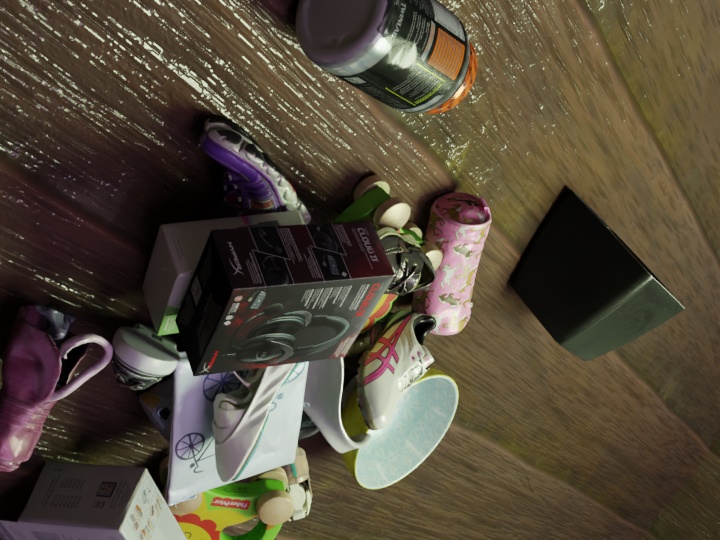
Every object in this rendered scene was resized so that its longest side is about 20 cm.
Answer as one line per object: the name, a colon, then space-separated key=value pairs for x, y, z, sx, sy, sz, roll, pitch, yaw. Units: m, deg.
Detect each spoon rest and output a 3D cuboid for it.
spoon rest: x=-0.048 y=0.155 z=1.383 sx=0.099 sy=0.061 sz=0.201 roll=-21 pitch=110 yaw=20

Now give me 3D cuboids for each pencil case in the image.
pencil case: x=-0.165 y=0.125 z=1.274 sx=0.200 sy=0.083 sz=0.091 roll=-38 pitch=157 yaw=-20
pencil case: x=0.124 y=-0.009 z=1.483 sx=0.086 sy=0.082 sz=0.201 roll=-38 pitch=146 yaw=-45

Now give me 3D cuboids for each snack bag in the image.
snack bag: x=-0.139 y=0.165 z=1.247 sx=0.188 sy=0.021 sz=0.201 roll=-13 pitch=123 yaw=-37

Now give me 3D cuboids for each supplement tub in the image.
supplement tub: x=0.034 y=-0.240 z=1.131 sx=0.199 sy=0.122 sz=0.123 roll=19 pitch=107 yaw=-54

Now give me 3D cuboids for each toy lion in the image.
toy lion: x=-0.206 y=0.333 z=1.383 sx=0.199 sy=0.069 sz=0.193 roll=11 pitch=118 yaw=-24
toy lion: x=0.000 y=0.000 z=1.377 sx=0.191 sy=0.069 sz=0.200 roll=-41 pitch=145 yaw=-1

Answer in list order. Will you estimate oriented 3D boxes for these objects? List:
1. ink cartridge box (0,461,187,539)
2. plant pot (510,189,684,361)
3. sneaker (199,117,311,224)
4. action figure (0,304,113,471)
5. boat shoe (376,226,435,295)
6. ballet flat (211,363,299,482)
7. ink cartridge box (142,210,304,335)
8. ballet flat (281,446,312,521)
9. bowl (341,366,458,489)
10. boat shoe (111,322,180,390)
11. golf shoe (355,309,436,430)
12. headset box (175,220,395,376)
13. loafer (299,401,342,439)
ink cartridge box: x=-0.302 y=0.313 z=1.241 sx=0.084 sy=0.174 sz=0.201 roll=-72 pitch=155 yaw=-43
plant pot: x=0.359 y=0.025 z=1.702 sx=0.177 sy=0.200 sz=0.199 roll=-43 pitch=148 yaw=12
sneaker: x=-0.119 y=-0.083 z=1.145 sx=0.083 sy=0.081 sz=0.200 roll=-39 pitch=144 yaw=-3
action figure: x=-0.325 y=0.135 z=1.057 sx=0.134 sy=0.148 sz=0.201 roll=32 pitch=81 yaw=-60
boat shoe: x=0.042 y=-0.006 z=1.247 sx=0.073 sy=0.065 sz=0.200 roll=-56 pitch=165 yaw=17
ballet flat: x=-0.124 y=0.134 z=1.188 sx=0.069 sy=0.069 sz=0.201 roll=29 pitch=90 yaw=-55
ink cartridge box: x=-0.123 y=-0.001 z=1.159 sx=0.199 sy=0.068 sz=0.117 roll=-7 pitch=148 yaw=-29
ballet flat: x=-0.098 y=0.310 z=1.505 sx=0.068 sy=0.068 sz=0.200 roll=-19 pitch=151 yaw=-9
bowl: x=0.034 y=0.203 z=1.552 sx=0.199 sy=0.108 sz=0.201 roll=-30 pitch=140 yaw=-28
boat shoe: x=-0.226 y=0.095 z=1.113 sx=0.057 sy=0.068 sz=0.200 roll=-61 pitch=-175 yaw=-2
golf shoe: x=0.048 y=0.125 z=1.428 sx=0.201 sy=0.091 sz=0.073 roll=-75 pitch=153 yaw=-44
headset box: x=-0.070 y=0.027 z=1.094 sx=0.199 sy=0.078 sz=0.149 roll=-3 pitch=144 yaw=-30
loafer: x=-0.108 y=0.205 z=1.428 sx=0.199 sy=0.073 sz=0.073 roll=-2 pitch=128 yaw=-46
